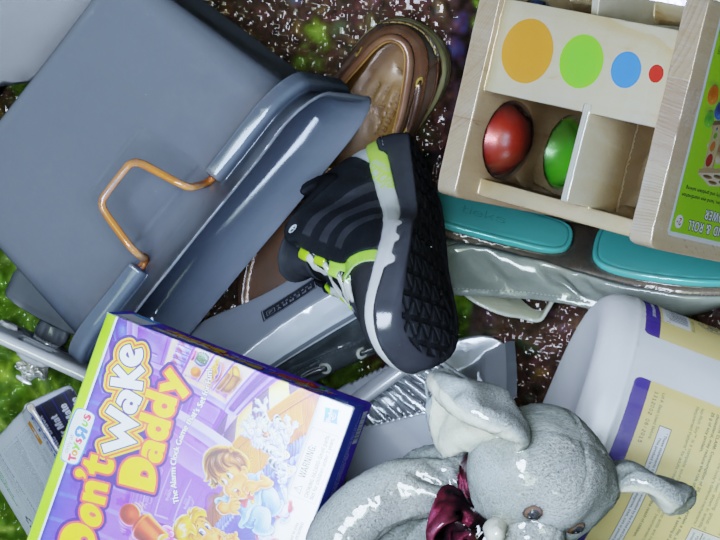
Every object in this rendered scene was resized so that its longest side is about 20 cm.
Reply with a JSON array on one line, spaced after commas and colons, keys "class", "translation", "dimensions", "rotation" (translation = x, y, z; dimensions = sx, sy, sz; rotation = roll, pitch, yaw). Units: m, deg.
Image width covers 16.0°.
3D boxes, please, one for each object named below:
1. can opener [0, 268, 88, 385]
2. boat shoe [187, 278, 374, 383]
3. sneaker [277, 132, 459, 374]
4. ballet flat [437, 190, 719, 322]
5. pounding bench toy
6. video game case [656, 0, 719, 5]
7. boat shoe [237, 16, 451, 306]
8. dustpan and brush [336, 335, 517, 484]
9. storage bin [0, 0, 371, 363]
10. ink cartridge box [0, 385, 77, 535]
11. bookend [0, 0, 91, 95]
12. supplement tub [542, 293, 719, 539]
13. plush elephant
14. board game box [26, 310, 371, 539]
[{"class": "can opener", "translation": [-0.125, 0.062, 1.472], "dimensions": [0.200, 0.053, 0.067], "rotation": [27, 99, 7]}, {"class": "boat shoe", "translation": [-0.042, 0.046, 1.411], "dimensions": [0.200, 0.069, 0.057], "rotation": [-30, 116, 13]}, {"class": "sneaker", "translation": [0.000, 0.000, 1.314], "dimensions": [0.083, 0.200, 0.072], "rotation": [-19, 115, 10]}, {"class": "ballet flat", "translation": [0.122, 0.003, 1.426], "dimensions": [0.200, 0.067, 0.064], "rotation": [12, 123, 10]}, {"class": "pounding bench toy", "translation": [0.160, -0.078, 1.359], "dimensions": [0.156, 0.200, 0.124], "rotation": [16, 95, 40]}, {"class": "video game case", "translation": [0.230, -0.174, 1.406], "dimensions": [0.200, 0.023, 0.182], "rotation": [-3, 93, 11]}, {"class": "boat shoe", "translation": [-0.018, -0.052, 1.437], "dimensions": [0.072, 0.068, 0.200], "rotation": [29, 98, 8]}, {"class": "dustpan and brush", "translation": [-0.013, 0.086, 1.404], "dimensions": [0.200, 0.140, 0.057], "rotation": [-34, 99, 9]}, {"class": "storage bin", "translation": [-0.118, -0.058, 1.355], "dimensions": [0.134, 0.146, 0.200], "rotation": [41, 102, 12]}, {"class": "ink cartridge box", "translation": [-0.132, 0.162, 1.412], "dimensions": [0.041, 0.200, 0.200], "rotation": [-30, 88, -19]}, {"class": "bookend", "translation": [-0.134, -0.201, 1.438], "dimensions": [0.200, 0.092, 0.199], "rotation": [-8, 104, 0]}, {"class": "supplement tub", "translation": [0.196, 0.110, 1.360], "dimensions": [0.200, 0.145, 0.146], "rotation": [21, 97, -3]}, {"class": "plush elephant", "translation": [0.066, 0.127, 1.217], "dimensions": [0.165, 0.155, 0.200], "rotation": [19, 67, -21]}, {"class": "board game box", "translation": [-0.093, 0.137, 1.272], "dimensions": [0.134, 0.045, 0.200], "rotation": [20, 94, 11]}]
